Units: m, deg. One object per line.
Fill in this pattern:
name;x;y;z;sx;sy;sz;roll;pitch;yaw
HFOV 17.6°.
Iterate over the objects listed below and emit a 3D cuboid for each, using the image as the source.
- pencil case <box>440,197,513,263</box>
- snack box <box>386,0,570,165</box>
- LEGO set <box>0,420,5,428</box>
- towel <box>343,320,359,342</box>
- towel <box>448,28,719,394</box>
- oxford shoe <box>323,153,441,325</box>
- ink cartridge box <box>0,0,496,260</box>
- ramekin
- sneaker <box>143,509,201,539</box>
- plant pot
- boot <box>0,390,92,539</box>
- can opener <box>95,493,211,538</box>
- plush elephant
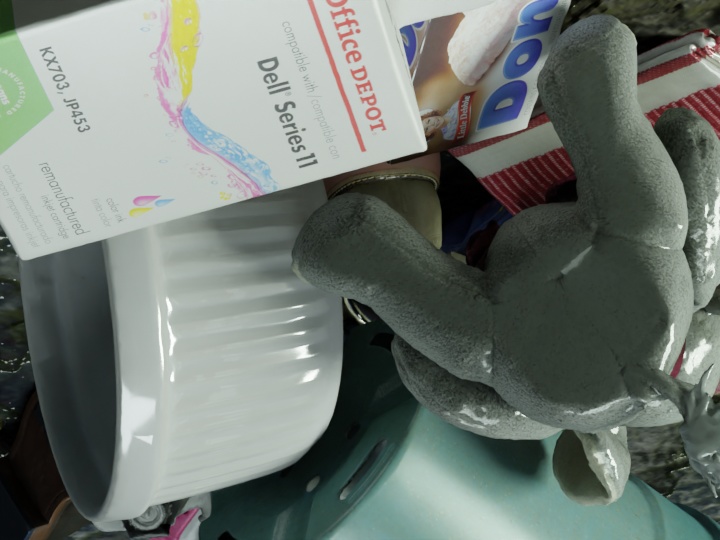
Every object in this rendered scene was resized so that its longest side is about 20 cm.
pencil case;0.110;-0.032;1.113;0.087;0.078;0.200;2;153;-36
snack box;0.055;-0.126;0.899;0.072;0.024;0.200;-17;144;-28
LEGO set;-0.265;0.017;1.139;0.154;0.116;0.200;17;145;20
towel;0.075;0.043;1.229;0.200;0.049;0.112;-5;-176;-11
towel;0.153;-0.021;1.033;0.144;0.023;0.200;-21;129;39
oxford shoe;0.000;0.000;1.147;0.071;0.074;0.200;-5;164;-6
ink cartridge box;-0.048;-0.086;0.832;0.200;0.067;0.117;-16;141;5
ramekin;-0.081;0.005;1.029;0.105;0.200;0.200;-8;155;-19
sneaker;-0.067;0.095;1.342;0.081;0.088;0.200;27;128;-2
plant pot;0.042;0.137;1.094;0.200;0.200;0.196;-28;120;37
boot;-0.148;0.101;1.368;0.097;0.075;0.200;-12;158;-48
can opener;-0.053;0.103;1.255;0.200;0.067;0.053;-5;114;-5
plush elephant;0.101;0.014;0.975;0.165;0.200;0.155;-43;170;5
